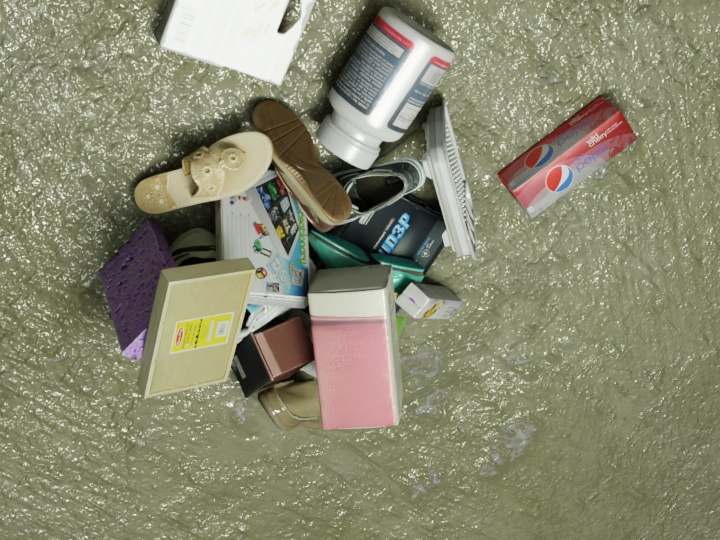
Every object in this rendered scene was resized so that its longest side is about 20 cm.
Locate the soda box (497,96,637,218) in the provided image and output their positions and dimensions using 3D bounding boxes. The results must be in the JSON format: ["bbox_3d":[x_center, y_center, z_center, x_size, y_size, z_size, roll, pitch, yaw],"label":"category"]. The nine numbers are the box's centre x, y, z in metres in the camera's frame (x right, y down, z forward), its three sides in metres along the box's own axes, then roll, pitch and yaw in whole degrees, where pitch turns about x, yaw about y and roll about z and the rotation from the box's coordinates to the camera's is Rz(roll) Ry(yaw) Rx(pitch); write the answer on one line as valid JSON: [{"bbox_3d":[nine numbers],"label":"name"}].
[{"bbox_3d":[0.311,-0.171,1.771,0.200,0.070,0.063,-38,122,5],"label":"soda box"}]

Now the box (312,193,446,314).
[{"bbox_3d":[0.027,-0.027,1.773,0.159,0.046,0.200,25,109,-28],"label":"box"}]

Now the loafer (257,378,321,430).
[{"bbox_3d":[-0.092,0.200,1.809,0.067,0.076,0.200,-41,162,12],"label":"loafer"}]

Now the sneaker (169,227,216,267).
[{"bbox_3d":[-0.279,0.025,1.676,0.200,0.088,0.076,-45,123,11],"label":"sneaker"}]

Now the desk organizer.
[{"bbox_3d":[-0.130,0.127,1.716,0.077,0.200,0.072,-23,84,-20],"label":"desk organizer"}]

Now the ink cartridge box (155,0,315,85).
[{"bbox_3d":[-0.150,-0.360,1.524,0.173,0.044,0.200,15,113,-26],"label":"ink cartridge box"}]

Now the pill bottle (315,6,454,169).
[{"bbox_3d":[0.027,-0.246,1.604,0.120,0.120,0.200,26,108,-29],"label":"pill bottle"}]

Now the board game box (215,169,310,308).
[{"bbox_3d":[-0.136,-0.048,1.628,0.126,0.200,0.035,6,154,-21],"label":"board game box"}]

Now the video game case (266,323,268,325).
[{"bbox_3d":[-0.195,0.044,1.692,0.200,0.019,0.143,-13,139,-41],"label":"video game case"}]

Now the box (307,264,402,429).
[{"bbox_3d":[-0.005,0.104,1.629,0.109,0.128,0.200,-4,105,6],"label":"box"}]

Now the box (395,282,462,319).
[{"bbox_3d":[0.106,0.047,1.773,0.039,0.041,0.200,-50,165,10],"label":"box"}]

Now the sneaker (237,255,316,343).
[{"bbox_3d":[-0.140,0.047,1.641,0.200,0.087,0.075,-39,94,-10],"label":"sneaker"}]

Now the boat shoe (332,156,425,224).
[{"bbox_3d":[-0.005,-0.111,1.654,0.200,0.071,0.072,-22,94,33],"label":"boat shoe"}]

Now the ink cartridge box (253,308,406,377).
[{"bbox_3d":[-0.053,0.092,1.769,0.200,0.076,0.148,27,142,-3],"label":"ink cartridge box"}]

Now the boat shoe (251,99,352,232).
[{"bbox_3d":[-0.092,-0.141,1.628,0.072,0.072,0.200,-38,91,-36],"label":"boat shoe"}]

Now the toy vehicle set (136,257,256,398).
[{"bbox_3d":[-0.216,0.076,1.536,0.124,0.027,0.200,-8,132,-34],"label":"toy vehicle set"}]

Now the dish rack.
[{"bbox_3d":[0.125,-0.127,1.686,0.043,0.172,0.200,-10,124,11],"label":"dish rack"}]

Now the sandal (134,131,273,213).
[{"bbox_3d":[-0.218,-0.122,1.577,0.212,0.070,0.078,-20,97,18],"label":"sandal"}]

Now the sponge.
[{"bbox_3d":[-0.297,0.024,1.602,0.112,0.200,0.030,-45,127,10],"label":"sponge"}]

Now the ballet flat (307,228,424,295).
[{"bbox_3d":[0.000,0.000,1.710,0.200,0.067,0.070,18,105,-27],"label":"ballet flat"}]
